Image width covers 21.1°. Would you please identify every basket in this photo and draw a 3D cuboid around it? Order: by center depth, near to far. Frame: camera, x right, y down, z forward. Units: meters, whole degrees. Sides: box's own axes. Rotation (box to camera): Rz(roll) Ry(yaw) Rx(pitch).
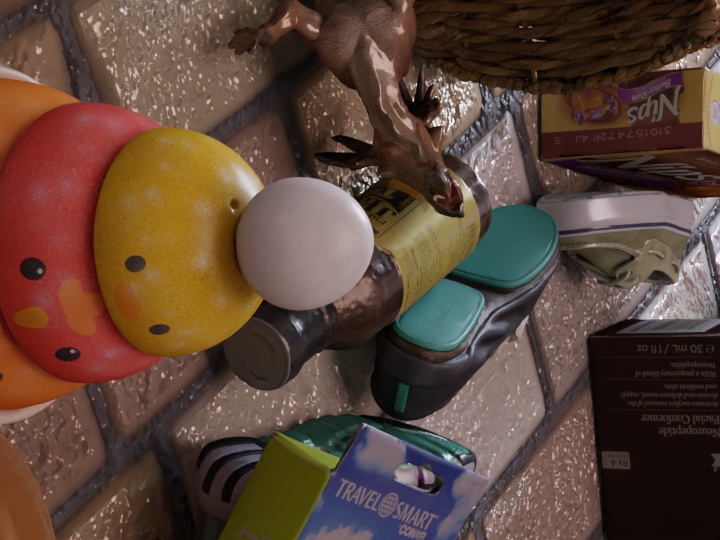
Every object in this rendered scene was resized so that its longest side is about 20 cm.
[{"bbox_3d":[0.138,-0.184,1.094,0.149,0.198,0.144,-33,115,-53],"label":"basket"}]

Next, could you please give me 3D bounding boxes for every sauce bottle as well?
[{"bbox_3d":[0.000,0.000,0.996,0.200,0.064,0.065,-40,121,-52],"label":"sauce bottle"}]

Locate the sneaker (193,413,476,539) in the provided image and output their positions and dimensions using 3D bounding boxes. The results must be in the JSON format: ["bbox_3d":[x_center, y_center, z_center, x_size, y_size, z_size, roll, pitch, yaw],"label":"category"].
[{"bbox_3d":[-0.018,0.126,0.978,0.199,0.074,0.088,-1,108,-51],"label":"sneaker"}]

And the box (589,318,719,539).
[{"bbox_3d":[0.218,0.135,1.296,0.075,0.099,0.202,-17,101,-55],"label":"box"}]

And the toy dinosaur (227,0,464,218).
[{"bbox_3d":[0.004,-0.127,0.997,0.136,0.085,0.202,54,33,-50],"label":"toy dinosaur"}]

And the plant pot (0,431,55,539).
[{"bbox_3d":[-0.193,0.108,0.629,0.199,0.139,0.202,6,82,-57],"label":"plant pot"}]

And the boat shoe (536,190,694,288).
[{"bbox_3d":[0.174,-0.019,1.260,0.199,0.071,0.063,0,89,-59],"label":"boat shoe"}]

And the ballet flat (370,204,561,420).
[{"bbox_3d":[0.057,0.026,1.092,0.200,0.072,0.074,-44,125,-56],"label":"ballet flat"}]

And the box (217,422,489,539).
[{"bbox_3d":[-0.029,0.164,0.892,0.122,0.047,0.201,28,90,-53],"label":"box"}]

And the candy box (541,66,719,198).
[{"bbox_3d":[0.216,-0.088,1.286,0.199,0.116,0.057,8,82,-57],"label":"candy box"}]

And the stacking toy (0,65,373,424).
[{"bbox_3d":[-0.083,-0.013,0.747,0.146,0.198,0.148,5,83,-56],"label":"stacking toy"}]
